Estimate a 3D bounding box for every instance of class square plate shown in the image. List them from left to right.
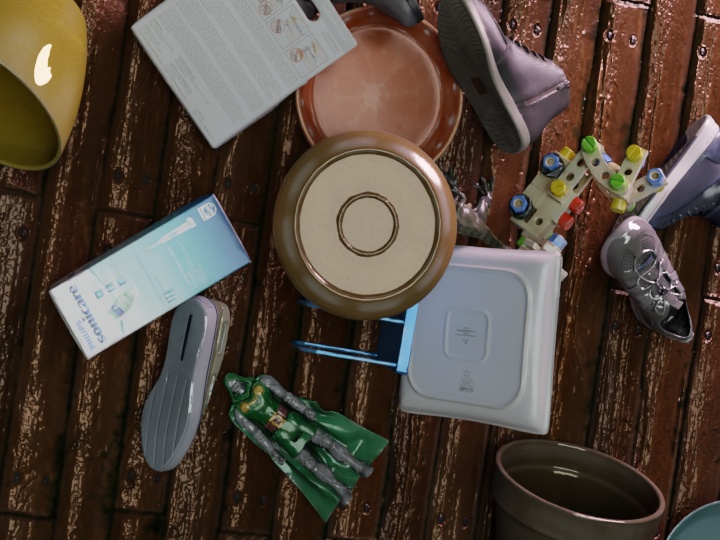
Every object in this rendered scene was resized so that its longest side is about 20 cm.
[{"bbox_3d":[0.127,0.072,1.535,0.028,0.198,0.201,2,92,-55],"label":"square plate"}]

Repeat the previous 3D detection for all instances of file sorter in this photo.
[{"bbox_3d":[0.000,0.000,1.517,0.121,0.139,0.203,10,90,-10],"label":"file sorter"}]

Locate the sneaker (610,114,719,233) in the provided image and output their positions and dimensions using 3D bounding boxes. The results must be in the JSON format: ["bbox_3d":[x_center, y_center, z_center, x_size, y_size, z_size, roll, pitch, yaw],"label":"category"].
[{"bbox_3d":[0.404,-0.064,1.636,0.146,0.077,0.203,43,82,-8],"label":"sneaker"}]

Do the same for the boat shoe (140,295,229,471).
[{"bbox_3d":[-0.187,0.127,1.515,0.062,0.071,0.203,4,106,-56],"label":"boat shoe"}]

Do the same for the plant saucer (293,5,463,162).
[{"bbox_3d":[0.020,-0.201,1.567,0.197,0.032,0.204,0,91,-13],"label":"plant saucer"}]

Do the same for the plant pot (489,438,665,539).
[{"bbox_3d":[0.230,0.315,1.569,0.197,0.200,0.176,10,107,-13],"label":"plant pot"}]

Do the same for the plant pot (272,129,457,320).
[{"bbox_3d":[0.007,-0.048,1.437,0.197,0.027,0.203,0,91,-7],"label":"plant pot"}]

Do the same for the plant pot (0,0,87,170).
[{"bbox_3d":[-0.363,-0.224,1.415,0.199,0.200,0.143,34,60,-12],"label":"plant pot"}]

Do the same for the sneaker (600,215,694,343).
[{"bbox_3d":[0.343,0.011,1.576,0.075,0.082,0.200,-44,135,-2],"label":"sneaker"}]

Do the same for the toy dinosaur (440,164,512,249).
[{"bbox_3d":[0.128,-0.071,1.573,0.199,0.047,0.089,26,49,-47],"label":"toy dinosaur"}]

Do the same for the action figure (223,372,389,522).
[{"bbox_3d":[-0.078,0.183,1.551,0.199,0.055,0.119,39,87,-7],"label":"action figure"}]

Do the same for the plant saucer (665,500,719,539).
[{"bbox_3d":[0.446,0.381,1.684,0.197,0.036,0.203,0,92,-12],"label":"plant saucer"}]

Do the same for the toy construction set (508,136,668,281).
[{"bbox_3d":[0.247,-0.072,1.571,0.131,0.092,0.200,37,73,26],"label":"toy construction set"}]

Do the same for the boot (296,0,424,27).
[{"bbox_3d":[-0.035,-0.302,1.518,0.200,0.070,0.132,41,84,18],"label":"boot"}]

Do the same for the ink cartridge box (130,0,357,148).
[{"bbox_3d":[-0.127,-0.256,1.500,0.199,0.057,0.163,-35,98,2],"label":"ink cartridge box"}]

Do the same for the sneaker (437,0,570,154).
[{"bbox_3d":[0.164,-0.246,1.567,0.106,0.074,0.202,-40,115,-30],"label":"sneaker"}]

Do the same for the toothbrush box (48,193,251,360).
[{"bbox_3d":[-0.229,0.004,1.460,0.198,0.146,0.086,-30,98,-11],"label":"toothbrush box"}]
